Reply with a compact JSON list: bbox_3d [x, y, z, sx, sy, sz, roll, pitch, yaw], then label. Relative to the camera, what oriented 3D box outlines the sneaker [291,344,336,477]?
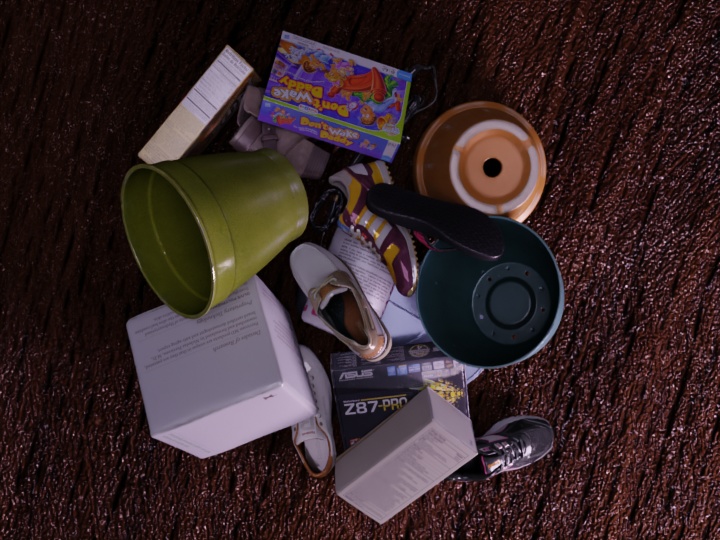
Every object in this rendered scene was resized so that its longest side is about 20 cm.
[{"bbox_3d":[-0.074,0.212,1.371,0.071,0.085,0.204,-15,90,2],"label":"sneaker"}]

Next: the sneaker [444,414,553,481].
[{"bbox_3d":[0.202,0.283,1.377,0.197,0.086,0.082,-19,96,0],"label":"sneaker"}]

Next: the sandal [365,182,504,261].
[{"bbox_3d":[0.099,-0.059,1.208,0.197,0.075,0.046,23,136,15],"label":"sandal"}]

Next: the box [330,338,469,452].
[{"bbox_3d":[0.062,0.188,1.356,0.196,0.049,0.164,-6,120,2],"label":"box"}]

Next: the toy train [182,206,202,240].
[{"bbox_3d":[-0.185,-0.102,1.318,0.197,0.086,0.117,-10,89,-28],"label":"toy train"}]

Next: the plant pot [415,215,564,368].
[{"bbox_3d":[0.194,0.037,1.275,0.197,0.161,0.205,-3,82,21],"label":"plant pot"}]

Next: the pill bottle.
[{"bbox_3d":[0.000,0.000,1.335,0.112,0.113,0.203,23,85,-2],"label":"pill bottle"}]

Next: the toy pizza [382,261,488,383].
[{"bbox_3d":[0.112,0.086,1.390,0.196,0.032,0.205,0,95,-2],"label":"toy pizza"}]

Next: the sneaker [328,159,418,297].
[{"bbox_3d":[0.017,-0.051,1.250,0.088,0.075,0.203,-14,69,-11],"label":"sneaker"}]

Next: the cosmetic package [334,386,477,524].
[{"bbox_3d":[0.064,0.274,1.338,0.199,0.074,0.103,-41,117,21],"label":"cosmetic package"}]

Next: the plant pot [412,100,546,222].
[{"bbox_3d":[0.177,-0.145,1.297,0.196,0.183,0.205,0,94,0],"label":"plant pot"}]

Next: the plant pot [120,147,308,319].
[{"bbox_3d":[-0.175,-0.068,1.185,0.191,0.199,0.203,-27,95,-37],"label":"plant pot"}]

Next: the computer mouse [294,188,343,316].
[{"bbox_3d":[-0.060,-0.025,1.380,0.057,0.034,0.204,10,94,0],"label":"computer mouse"}]

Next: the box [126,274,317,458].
[{"bbox_3d":[-0.189,0.140,1.283,0.197,0.199,0.174,-22,68,3],"label":"box"}]

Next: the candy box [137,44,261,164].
[{"bbox_3d":[-0.230,-0.225,1.322,0.055,0.115,0.201,39,93,-4],"label":"candy box"}]

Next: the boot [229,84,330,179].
[{"bbox_3d":[-0.100,-0.226,1.308,0.144,0.070,0.203,24,62,-14],"label":"boot"}]

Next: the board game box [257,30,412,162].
[{"bbox_3d":[-0.033,-0.244,1.280,0.196,0.045,0.136,16,57,-8],"label":"board game box"}]

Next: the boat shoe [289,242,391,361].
[{"bbox_3d":[-0.032,0.034,1.240,0.075,0.068,0.200,-44,70,4],"label":"boat shoe"}]

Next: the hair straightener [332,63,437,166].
[{"bbox_3d":[0.050,-0.227,1.368,0.077,0.041,0.200,43,88,-4],"label":"hair straightener"}]
